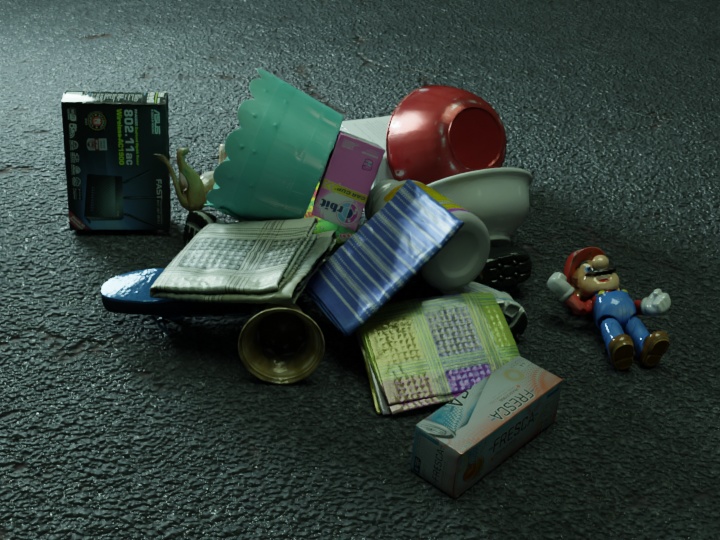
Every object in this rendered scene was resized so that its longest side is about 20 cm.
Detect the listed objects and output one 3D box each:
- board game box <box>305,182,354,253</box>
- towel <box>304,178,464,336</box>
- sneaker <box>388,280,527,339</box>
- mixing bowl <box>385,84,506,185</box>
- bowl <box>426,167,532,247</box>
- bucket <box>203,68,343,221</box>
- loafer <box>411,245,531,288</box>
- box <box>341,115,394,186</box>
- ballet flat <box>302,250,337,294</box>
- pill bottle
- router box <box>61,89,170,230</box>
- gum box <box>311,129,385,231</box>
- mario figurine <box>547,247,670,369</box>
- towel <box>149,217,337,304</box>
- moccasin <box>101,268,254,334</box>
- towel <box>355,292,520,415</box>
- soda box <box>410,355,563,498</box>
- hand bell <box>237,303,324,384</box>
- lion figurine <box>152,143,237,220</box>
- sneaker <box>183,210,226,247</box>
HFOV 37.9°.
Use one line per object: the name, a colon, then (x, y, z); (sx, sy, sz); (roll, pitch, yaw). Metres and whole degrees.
board game box: (-0.074, -0.067, 1.572); (0.100, 0.048, 0.201); (-4, 31, -14)
towel: (0.023, -0.019, 1.303); (0.200, 0.024, 0.145); (-44, 36, 0)
sneaker: (0.118, 0.046, 1.396); (0.197, 0.076, 0.087); (11, 23, -7)
mixing bowl: (0.148, -0.193, 1.601); (0.198, 0.203, 0.108); (-11, 2, -25)
bowl: (0.163, -0.074, 1.536); (0.198, 0.092, 0.201); (-10, -12, -2)
bucket: (-0.117, -0.156, 1.437); (0.133, 0.209, 0.208); (23, 29, -6)
loafer: (0.141, 0.002, 1.475); (0.198, 0.069, 0.070); (-7, 11, -12)
box: (0.075, -0.177, 1.723); (0.198, 0.108, 0.152); (-10, 34, -25)
ballet flat: (0.000, 0.000, 1.454); (0.199, 0.073, 0.072); (-22, 39, -36)
pill bottle: (0.080, -0.057, 1.396); (0.103, 0.106, 0.200); (-10, 27, -24)
router box: (-0.353, -0.159, 1.535); (0.148, 0.202, 0.062); (-1, 26, -8)
gum box: (-0.019, -0.130, 1.463); (0.065, 0.115, 0.200); (20, 8, -5)
mario figurine: (0.330, 0.033, 1.395); (0.123, 0.106, 0.201); (28, 24, -35)
towel: (-0.142, -0.016, 1.318); (0.197, 0.035, 0.193); (2, 26, 16)
moccasin: (-0.230, 0.044, 1.343); (0.197, 0.069, 0.081); (0, 38, -6)
towel: (0.095, 0.097, 1.284); (0.197, 0.023, 0.145); (-9, 60, -18)
soda box: (0.144, 0.171, 1.179); (0.068, 0.064, 0.199); (27, 36, 34)
hand bell: (-0.097, 0.044, 1.328); (0.103, 0.105, 0.201); (2, 28, -4)
lion figurine: (-0.219, -0.122, 1.549); (0.198, 0.124, 0.072); (-10, 13, -43)
sneaker: (-0.175, -0.025, 1.478); (0.079, 0.074, 0.199); (-11, 37, -46)
